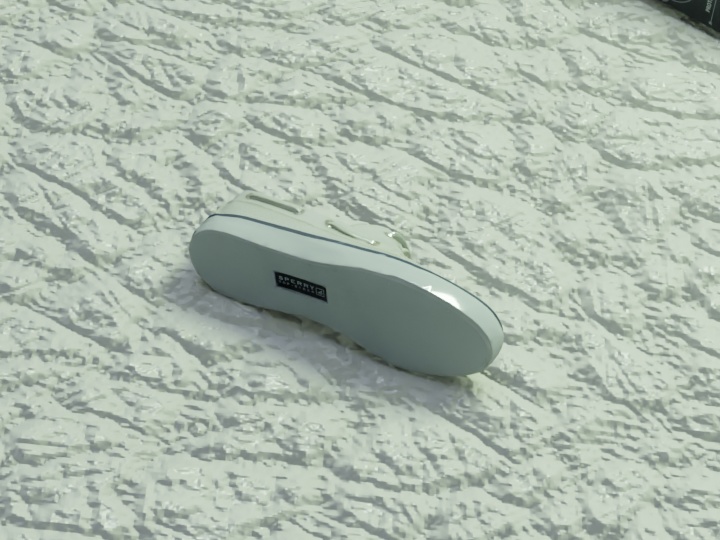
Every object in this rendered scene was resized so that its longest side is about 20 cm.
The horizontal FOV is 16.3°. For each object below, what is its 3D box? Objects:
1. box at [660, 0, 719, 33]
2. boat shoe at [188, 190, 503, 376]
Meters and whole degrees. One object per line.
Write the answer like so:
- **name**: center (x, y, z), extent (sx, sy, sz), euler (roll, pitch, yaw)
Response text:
- **box**: center (0.300, -0.266, 1.765), extent (0.115, 0.132, 0.200), euler (30, 46, 22)
- **boat shoe**: center (0.000, 0.000, 1.479), extent (0.199, 0.071, 0.070), euler (17, 45, 22)
